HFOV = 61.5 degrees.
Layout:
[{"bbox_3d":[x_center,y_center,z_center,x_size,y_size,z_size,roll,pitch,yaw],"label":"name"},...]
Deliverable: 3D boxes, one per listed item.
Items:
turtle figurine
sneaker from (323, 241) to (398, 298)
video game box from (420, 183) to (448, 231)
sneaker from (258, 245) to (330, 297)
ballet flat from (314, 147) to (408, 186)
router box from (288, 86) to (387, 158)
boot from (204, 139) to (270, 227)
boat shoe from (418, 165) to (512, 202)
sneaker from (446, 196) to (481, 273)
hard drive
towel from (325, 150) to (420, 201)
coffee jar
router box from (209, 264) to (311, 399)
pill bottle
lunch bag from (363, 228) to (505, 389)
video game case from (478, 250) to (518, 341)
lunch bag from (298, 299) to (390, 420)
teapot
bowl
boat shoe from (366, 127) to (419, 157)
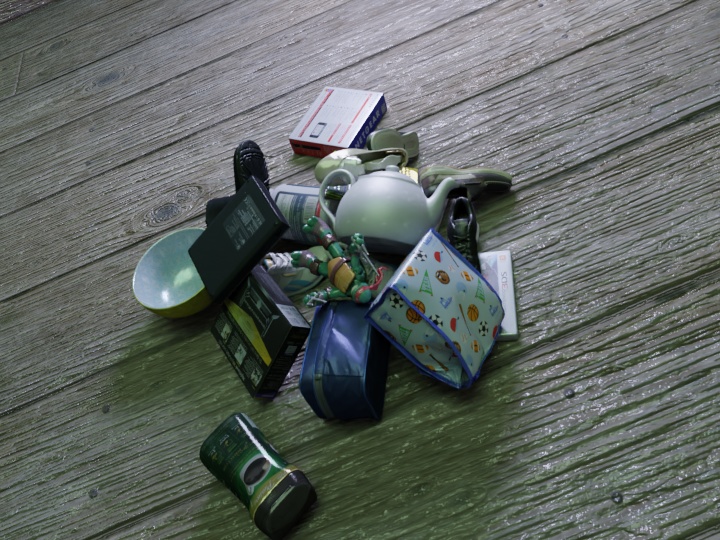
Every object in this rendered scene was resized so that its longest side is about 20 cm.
[{"bbox_3d":[-0.039,0.002,1.008,0.151,0.100,0.200,-52,49,5],"label":"turtle figurine"},{"bbox_3d":[0.000,0.000,1.145,0.198,0.086,0.077,31,99,39],"label":"sneaker"},{"bbox_3d":[0.073,-0.118,1.253,0.195,0.047,0.185,6,52,23],"label":"video game box"},{"bbox_3d":[-0.150,0.002,1.211,0.196,0.082,0.077,-27,47,-5],"label":"sneaker"},{"bbox_3d":[0.008,-0.205,1.177,0.195,0.071,0.070,-16,45,-23],"label":"ballet flat"},{"bbox_3d":[-0.055,-0.362,1.488,0.176,0.049,0.202,15,59,28],"label":"router box"},{"bbox_3d":[-0.260,-0.149,1.237,0.165,0.206,0.076,-4,15,36],"label":"boot"},{"bbox_3d":[0.212,-0.166,1.210,0.194,0.072,0.067,2,72,-15],"label":"boat shoe"},{"bbox_3d":[0.180,-0.044,1.100,0.073,0.088,0.204,-5,52,13],"label":"sneaker"},{"bbox_3d":[-0.231,-0.058,1.125,0.200,0.033,0.140,-45,56,12],"label":"hard drive"},{"bbox_3d":[0.028,-0.178,1.225,0.194,0.023,0.146,12,48,-1],"label":"towel"},{"bbox_3d":[-0.161,0.324,0.956,0.104,0.086,0.198,-42,51,-20],"label":"coffee jar"},{"bbox_3d":[-0.187,0.107,1.106,0.200,0.052,0.160,45,112,39],"label":"router box"},{"bbox_3d":[-0.131,-0.120,1.275,0.195,0.121,0.121,9,55,25],"label":"pill bottle"},{"bbox_3d":[0.130,0.069,0.978,0.199,0.124,0.171,39,50,0],"label":"lunch bag"},{"bbox_3d":[0.181,0.048,1.099,0.194,0.023,0.186,-6,51,15],"label":"video game case"},{"bbox_3d":[-0.028,0.142,1.021,0.128,0.137,0.204,-2,50,16],"label":"lunch bag"},{"bbox_3d":[0.044,-0.117,1.098,0.196,0.195,0.151,-6,76,63],"label":"teapot"},{"bbox_3d":[-0.355,0.024,1.245,0.194,0.109,0.204,-9,51,11],"label":"bowl"},{"bbox_3d":[0.060,-0.270,1.311,0.066,0.074,0.199,6,13,29],"label":"boat shoe"}]
